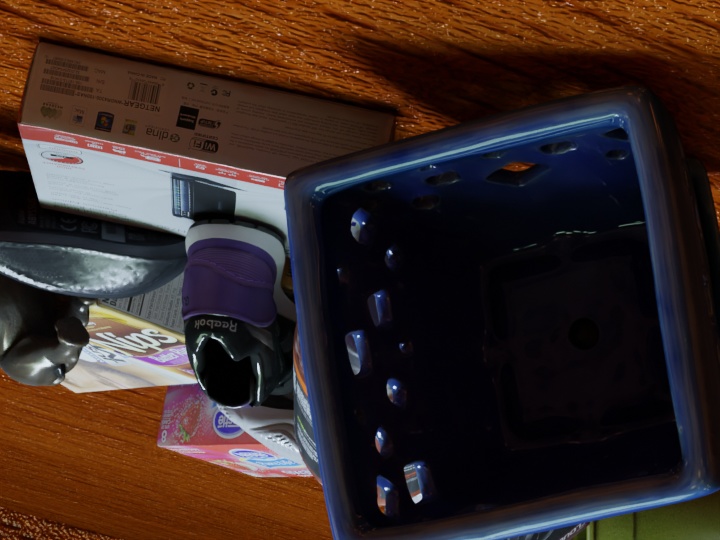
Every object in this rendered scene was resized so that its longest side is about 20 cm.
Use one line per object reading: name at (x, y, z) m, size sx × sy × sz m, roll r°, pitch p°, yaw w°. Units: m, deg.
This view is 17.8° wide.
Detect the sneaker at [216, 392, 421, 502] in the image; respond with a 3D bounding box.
sneaker at (0.007, 0.084, 1.537) m, size 0.199 × 0.114 × 0.075 m, roll 19°, pitch 167°, yaw 25°

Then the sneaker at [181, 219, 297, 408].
sneaker at (-0.076, 0.050, 1.391) m, size 0.075 × 0.088 × 0.200 m, roll 3°, pitch 156°, yaw 11°

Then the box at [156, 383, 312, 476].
box at (-0.051, 0.096, 1.698) m, size 0.099 × 0.096 × 0.200 m, roll 21°, pitch 163°, yaw -35°

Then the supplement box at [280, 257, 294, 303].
supplement box at (0.000, 0.000, 1.454) m, size 0.199 × 0.067 × 0.069 m, roll 14°, pitch 163°, yaw -16°

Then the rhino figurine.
rhino figurine at (-0.244, -0.007, 1.478) m, size 0.200 × 0.060 × 0.088 m, roll 48°, pitch 138°, yaw 13°

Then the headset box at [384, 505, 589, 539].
headset box at (0.095, 0.156, 1.652) m, size 0.077 × 0.149 × 0.200 m, roll 44°, pitch 154°, yaw 28°

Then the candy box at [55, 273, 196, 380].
candy box at (-0.133, 0.030, 1.575) m, size 0.200 × 0.057 × 0.116 m, roll 24°, pitch 162°, yaw -39°

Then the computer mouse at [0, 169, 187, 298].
computer mouse at (-0.192, -0.023, 1.413) m, size 0.199 × 0.053 × 0.139 m, roll 8°, pitch -148°, yaw -7°

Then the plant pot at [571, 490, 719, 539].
plant pot at (0.252, 0.203, 1.873) m, size 0.192 × 0.201 × 0.200 m, roll 0°, pitch 168°, yaw -9°

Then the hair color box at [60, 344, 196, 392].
hair color box at (-0.198, 0.039, 1.738) m, size 0.109 × 0.065 × 0.200 m, roll 34°, pitch 159°, yaw -27°

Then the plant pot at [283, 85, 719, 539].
plant pot at (0.093, 0.034, 1.169) m, size 0.199 × 0.201 × 0.180 m, roll -12°, pitch 170°, yaw 22°

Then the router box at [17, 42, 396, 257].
router box at (-0.086, -0.060, 1.308) m, size 0.199 × 0.049 × 0.180 m, roll 11°, pitch 167°, yaw -1°

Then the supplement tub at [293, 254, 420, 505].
supplement tub at (0.013, 0.060, 1.366) m, size 0.106 × 0.107 × 0.200 m, roll 11°, pitch 156°, yaw 3°
